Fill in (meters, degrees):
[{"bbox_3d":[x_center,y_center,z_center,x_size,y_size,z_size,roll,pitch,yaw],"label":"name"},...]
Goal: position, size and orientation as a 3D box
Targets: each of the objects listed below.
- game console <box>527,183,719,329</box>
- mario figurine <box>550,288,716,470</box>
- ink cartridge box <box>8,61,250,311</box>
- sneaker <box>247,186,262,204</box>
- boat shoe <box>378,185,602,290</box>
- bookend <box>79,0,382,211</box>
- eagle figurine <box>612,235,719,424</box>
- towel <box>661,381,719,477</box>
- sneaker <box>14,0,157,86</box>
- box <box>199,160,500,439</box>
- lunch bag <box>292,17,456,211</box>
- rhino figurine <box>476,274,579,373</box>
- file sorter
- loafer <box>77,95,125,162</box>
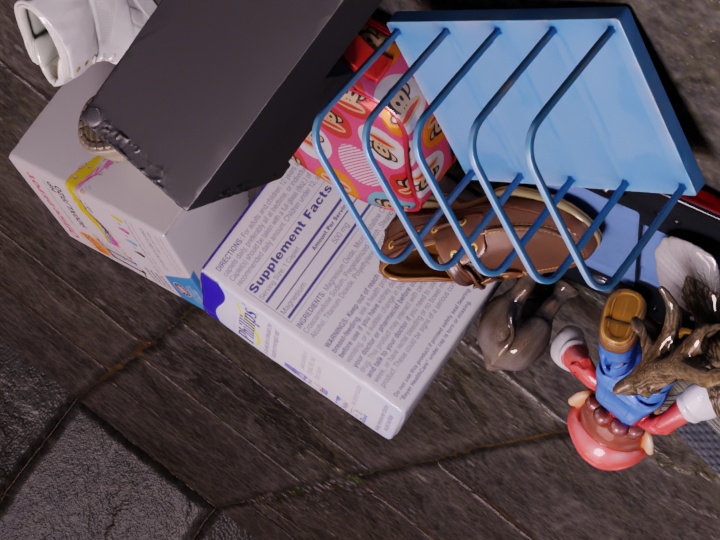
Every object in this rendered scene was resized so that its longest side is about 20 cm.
[{"bbox_3d":[0.200,-0.020,1.270,0.176,0.031,0.200,30,161,19],"label":"game console"},{"bbox_3d":[0.215,0.077,1.381,0.200,0.105,0.124,96,158,-63],"label":"mario figurine"},{"bbox_3d":[-0.187,-0.085,1.628,0.199,0.145,0.148,27,160,29],"label":"ink cartridge box"},{"bbox_3d":[-0.059,-0.001,1.577,0.091,0.075,0.202,45,145,50],"label":"sneaker"},{"bbox_3d":[0.092,-0.015,1.307,0.199,0.068,0.072,1,141,48],"label":"boat shoe"},{"bbox_3d":[-0.056,-0.152,1.140,0.092,0.200,0.199,40,-163,6],"label":"bookend"},{"bbox_3d":[0.278,0.072,1.218,0.198,0.152,0.152,3,-147,-25],"label":"eagle figurine"},{"bbox_3d":[0.323,0.133,1.433,0.193,0.035,0.200,44,163,-14],"label":"towel"},{"bbox_3d":[-0.223,-0.191,1.487,0.073,0.116,0.200,22,158,32],"label":"sneaker"},{"bbox_3d":[0.000,0.000,1.439,0.199,0.185,0.105,35,163,6],"label":"box"},{"bbox_3d":[-0.025,-0.140,1.302,0.199,0.082,0.177,30,160,20],"label":"lunch bag"},{"bbox_3d":[0.128,0.044,1.440,0.059,0.088,0.200,31,177,5],"label":"rhino figurine"},{"bbox_3d":[0.089,-0.075,1.134,0.199,0.123,0.139,7,138,46],"label":"file sorter"},{"bbox_3d":[-0.141,-0.129,1.504,0.198,0.077,0.068,-2,170,20],"label":"loafer"}]
